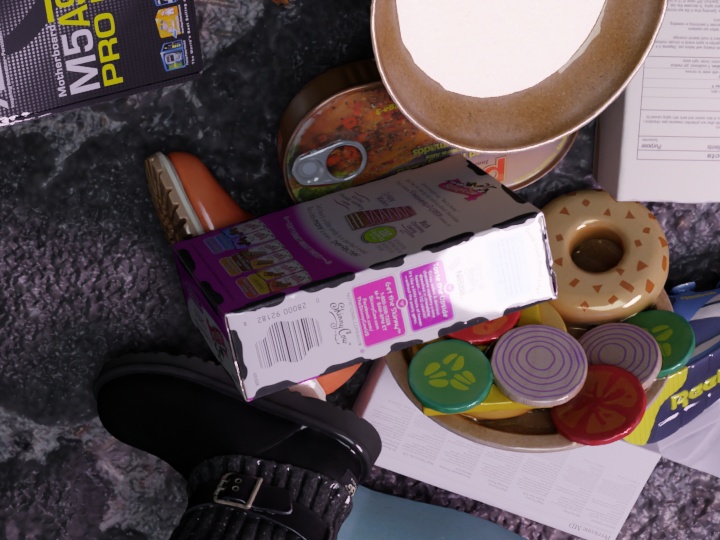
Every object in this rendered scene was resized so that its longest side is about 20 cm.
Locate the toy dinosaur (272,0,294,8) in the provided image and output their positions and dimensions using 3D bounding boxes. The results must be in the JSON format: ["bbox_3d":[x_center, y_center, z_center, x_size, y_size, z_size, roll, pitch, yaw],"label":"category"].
[{"bbox_3d":[0.026,-0.212,1.186,0.181,0.200,0.105,15,137,16],"label":"toy dinosaur"}]

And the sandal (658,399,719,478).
[{"bbox_3d":[0.282,0.114,1.306,0.206,0.059,0.079,24,113,9],"label":"sandal"}]

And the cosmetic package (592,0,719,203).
[{"bbox_3d":[0.213,-0.148,1.211,0.105,0.071,0.200,2,106,-8],"label":"cosmetic package"}]

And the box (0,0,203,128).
[{"bbox_3d":[-0.184,-0.198,1.125,0.160,0.044,0.200,-18,110,-35],"label":"box"}]

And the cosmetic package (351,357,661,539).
[{"bbox_3d":[0.096,0.115,1.275,0.200,0.051,0.083,21,111,-9],"label":"cosmetic package"}]

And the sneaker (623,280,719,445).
[{"bbox_3d":[0.235,0.040,1.266,0.200,0.082,0.074,-24,133,-22],"label":"sneaker"}]

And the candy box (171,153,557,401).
[{"bbox_3d":[0.000,0.000,1.130,0.200,0.136,0.061,-18,114,-12],"label":"candy box"}]

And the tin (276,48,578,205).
[{"bbox_3d":[0.044,-0.091,1.204,0.200,0.042,0.112,-14,126,-8],"label":"tin"}]

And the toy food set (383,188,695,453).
[{"bbox_3d":[0.112,0.034,1.199,0.200,0.198,0.049,-4,142,-4],"label":"toy food set"}]

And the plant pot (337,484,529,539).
[{"bbox_3d":[0.035,0.243,1.251,0.188,0.200,0.200,31,101,2],"label":"plant pot"}]

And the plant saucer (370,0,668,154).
[{"bbox_3d":[0.092,-0.169,1.121,0.200,0.035,0.200,-11,120,-19],"label":"plant saucer"}]

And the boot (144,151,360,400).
[{"bbox_3d":[-0.058,-0.012,1.227,0.107,0.075,0.200,-39,105,-11],"label":"boot"}]

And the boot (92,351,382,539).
[{"bbox_3d":[-0.104,0.142,1.181,0.211,0.158,0.079,12,144,22],"label":"boot"}]
